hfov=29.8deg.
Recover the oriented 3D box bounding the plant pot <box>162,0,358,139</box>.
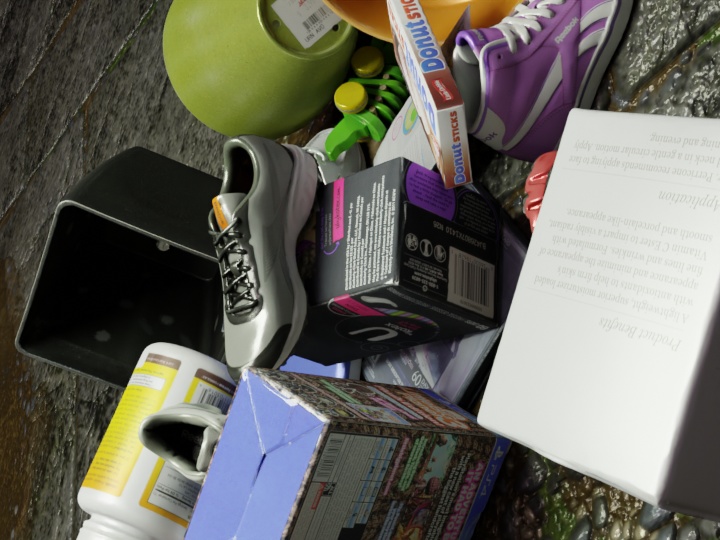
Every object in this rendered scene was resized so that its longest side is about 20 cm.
[{"bbox_3d":[-0.075,-0.227,1.277,0.200,0.187,0.188,174,109,-71],"label":"plant pot"}]

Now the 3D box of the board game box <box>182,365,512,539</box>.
[{"bbox_3d":[-0.010,0.168,0.993,0.097,0.200,0.160,28,101,44],"label":"board game box"}]

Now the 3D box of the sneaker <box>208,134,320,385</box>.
[{"bbox_3d":[-0.085,-0.010,1.027,0.074,0.079,0.201,-16,62,41],"label":"sneaker"}]

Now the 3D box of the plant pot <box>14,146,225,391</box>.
[{"bbox_3d":[-0.207,-0.006,1.369,0.178,0.199,0.200,-78,12,-55],"label":"plant pot"}]

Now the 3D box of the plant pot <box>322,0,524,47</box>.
[{"bbox_3d":[0.062,-0.325,1.152,0.200,0.200,0.184,-35,33,47],"label":"plant pot"}]

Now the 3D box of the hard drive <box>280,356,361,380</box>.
[{"bbox_3d":[-0.056,0.119,1.232,0.132,0.025,0.201,7,89,46],"label":"hard drive"}]

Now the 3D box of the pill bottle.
[{"bbox_3d":[-0.182,0.174,1.220,0.109,0.109,0.200,-8,54,57],"label":"pill bottle"}]

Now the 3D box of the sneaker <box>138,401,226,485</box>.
[{"bbox_3d":[-0.091,0.156,1.101,0.199,0.088,0.074,10,88,18],"label":"sneaker"}]

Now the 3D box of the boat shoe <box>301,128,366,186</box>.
[{"bbox_3d":[-0.047,-0.075,1.254,0.072,0.069,0.200,6,46,21],"label":"boat shoe"}]

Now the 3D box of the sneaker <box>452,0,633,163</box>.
[{"bbox_3d":[0.135,-0.187,1.024,0.073,0.114,0.201,16,89,61],"label":"sneaker"}]

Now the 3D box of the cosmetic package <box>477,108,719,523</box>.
[{"bbox_3d":[0.198,0.029,0.765,0.165,0.165,0.201,19,92,60],"label":"cosmetic package"}]

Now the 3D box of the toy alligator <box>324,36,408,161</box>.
[{"bbox_3d":[0.025,-0.184,1.266,0.054,0.059,0.200,14,65,21],"label":"toy alligator"}]

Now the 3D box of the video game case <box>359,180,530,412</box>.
[{"bbox_3d":[0.073,0.043,1.112,0.200,0.019,0.143,-62,32,21],"label":"video game case"}]

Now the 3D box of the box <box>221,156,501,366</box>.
[{"bbox_3d":[0.000,0.000,1.084,0.200,0.122,0.106,-17,61,44],"label":"box"}]

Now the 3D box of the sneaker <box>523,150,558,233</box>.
[{"bbox_3d":[0.159,-0.001,0.937,0.098,0.071,0.201,-27,53,54],"label":"sneaker"}]

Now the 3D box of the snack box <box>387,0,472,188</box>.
[{"bbox_3d":[0.052,-0.150,1.062,0.200,0.024,0.072,-106,4,-50],"label":"snack box"}]

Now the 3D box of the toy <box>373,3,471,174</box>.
[{"bbox_3d":[0.067,-0.115,1.157,0.200,0.047,0.115,119,158,-46],"label":"toy"}]
